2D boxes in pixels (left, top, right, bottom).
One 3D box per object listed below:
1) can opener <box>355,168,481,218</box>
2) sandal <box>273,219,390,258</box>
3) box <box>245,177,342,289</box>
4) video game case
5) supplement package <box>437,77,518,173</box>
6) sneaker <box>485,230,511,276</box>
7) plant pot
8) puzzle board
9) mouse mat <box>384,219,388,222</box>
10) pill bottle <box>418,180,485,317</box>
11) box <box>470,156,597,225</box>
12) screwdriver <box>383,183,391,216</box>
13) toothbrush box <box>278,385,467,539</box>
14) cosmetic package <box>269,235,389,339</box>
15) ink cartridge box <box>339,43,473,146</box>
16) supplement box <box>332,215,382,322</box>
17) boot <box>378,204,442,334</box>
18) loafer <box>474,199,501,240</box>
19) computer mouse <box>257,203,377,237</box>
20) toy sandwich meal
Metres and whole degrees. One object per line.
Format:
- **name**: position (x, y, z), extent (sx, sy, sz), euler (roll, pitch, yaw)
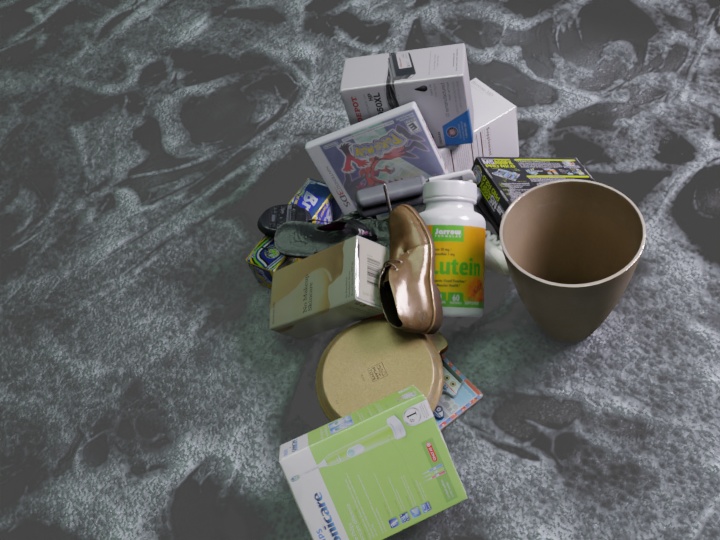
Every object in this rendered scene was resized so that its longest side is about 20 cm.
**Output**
- **can opener**: position (0.094, -0.114, 1.191), extent (0.199, 0.053, 0.067), euler (-14, 57, -2)
- **sandal**: position (-0.041, -0.047, 1.168), extent (0.199, 0.048, 0.076), euler (-1, 75, 7)
- **box**: position (-0.110, -0.063, 1.288), extent (0.064, 0.070, 0.200), euler (20, 62, 26)
- **video game case**: position (0.035, -0.167, 1.233), extent (0.199, 0.183, 0.023), euler (-17, 36, 22)
- **supplement package**: position (0.167, -0.229, 1.327), extent (0.199, 0.120, 0.121), euler (-32, 50, -12)
- **sneaker**: position (0.169, -0.034, 1.209), extent (0.081, 0.075, 0.200), euler (-44, 46, -11)
- **plant pot**: position (0.297, 0.008, 1.052), extent (0.186, 0.200, 0.188), euler (-7, 50, 9)
- **puzzle board**: position (0.061, 0.164, 1.106), extent (0.150, 0.017, 0.200), euler (-35, 53, -14)
- **mouse mat**: position (-0.011, -0.025, 1.283), extent (0.199, 0.008, 0.161), euler (-24, 50, -5)
- **pill bottle**: position (0.133, -0.031, 1.125), extent (0.110, 0.111, 0.201), euler (1, 87, 15)
- **box**: position (0.297, -0.122, 1.203), extent (0.199, 0.044, 0.161), euler (-3, 43, -21)
- **screwdriver**: position (0.053, -0.086, 1.182), extent (0.028, 0.200, 0.029), euler (34, 69, 23)
- **toothbrush box**: position (0.013, 0.258, 0.952), extent (0.199, 0.086, 0.146), euler (-24, 92, -6)
- **cosmetic package**: position (-0.050, 0.030, 1.131), extent (0.199, 0.071, 0.106), euler (-23, 58, 41)
- **ink cartridge box**: position (0.079, -0.276, 1.215), extent (0.199, 0.145, 0.085), euler (-3, 52, 14)
- **supplement box**: position (0.000, 0.000, 1.212), extent (0.068, 0.067, 0.201), euler (-22, 48, 1)
- **boot**: position (0.061, -0.008, 1.065), extent (0.075, 0.074, 0.201), euler (4, 64, -31)
- **loafer**: position (0.253, -0.089, 1.230), extent (0.072, 0.063, 0.200), euler (-31, 51, -12)
- **computer mouse**: position (-0.072, -0.077, 1.232), extent (0.199, 0.034, 0.059), euler (2, 58, 5)
- **toy sandwich meal**: position (0.032, 0.154, 1.072), extent (0.204, 0.070, 0.206), euler (-4, 61, 8)
